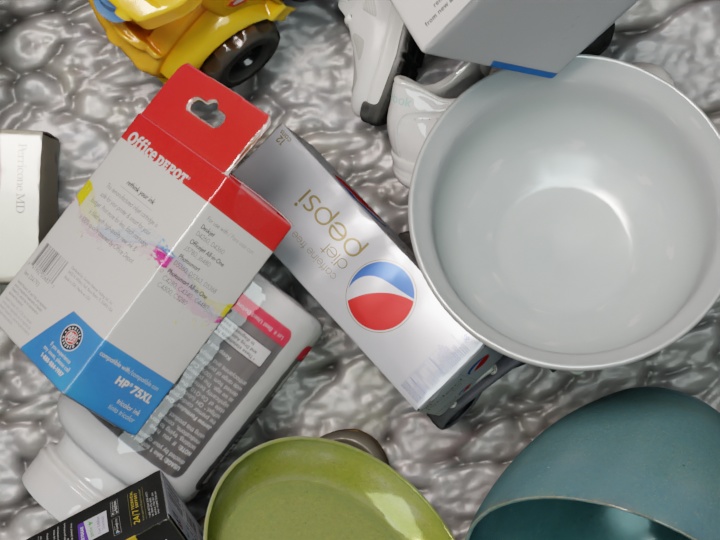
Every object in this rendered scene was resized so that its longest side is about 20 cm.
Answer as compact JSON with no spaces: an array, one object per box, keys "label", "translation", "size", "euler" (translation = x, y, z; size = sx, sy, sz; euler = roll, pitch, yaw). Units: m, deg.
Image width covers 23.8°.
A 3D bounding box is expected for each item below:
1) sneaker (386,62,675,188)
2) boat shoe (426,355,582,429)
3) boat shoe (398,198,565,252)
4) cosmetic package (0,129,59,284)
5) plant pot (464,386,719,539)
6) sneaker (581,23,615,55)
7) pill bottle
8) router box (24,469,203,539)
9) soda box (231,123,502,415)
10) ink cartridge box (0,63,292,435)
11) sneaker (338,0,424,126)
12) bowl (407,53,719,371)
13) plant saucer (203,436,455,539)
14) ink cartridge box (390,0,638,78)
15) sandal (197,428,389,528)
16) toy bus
[{"label":"sneaker","translation":[0.114,-0.116,1.113],"size":[0.199,0.075,0.089],"euler":[-16,121,-13]},{"label":"boat shoe","translation":[0.127,0.047,1.133],"size":[0.200,0.073,0.063],"euler":[-22,70,5]},{"label":"boat shoe","translation":[0.119,-0.041,1.136],"size":[0.200,0.073,0.065],"euler":[-28,98,-2]},{"label":"cosmetic package","translation":[-0.300,-0.042,1.106],"size":[0.199,0.087,0.104],"euler":[0,90,-3]},{"label":"plant pot","translation":[0.183,0.155,1.101],"size":[0.200,0.200,0.135],"euler":[30,54,-3]},{"label":"sneaker","translation":[0.115,-0.233,1.111],"size":[0.075,0.115,0.200],"euler":[-24,92,-3]},{"label":"pill bottle","translation":[-0.125,0.080,1.106],"size":[0.111,0.111,0.200],"euler":[39,89,-3]},{"label":"router box","translation":[-0.146,0.242,1.086],"size":[0.157,0.052,0.200],"euler":[-28,122,4]},{"label":"soda box","translation":[0.000,0.000,1.101],"size":[0.064,0.068,0.200],"euler":[-44,74,6]},{"label":"ink cartridge box","translation":[-0.123,-0.016,1.039],"size":[0.200,0.116,0.067],"euler":[-53,133,-2]},{"label":"sneaker","translation":[-0.007,-0.201,1.138],"size":[0.115,0.076,0.201],"euler":[11,88,9]},{"label":"bowl","translation":[0.128,-0.025,1.053],"size":[0.200,0.090,0.202],"euler":[0,72,0]},{"label":"plant saucer","translation":[-0.016,0.198,1.070],"size":[0.200,0.200,0.031],"euler":[40,130,-3]},{"label":"ink cartridge box","translation":[0.055,-0.220,0.997],"size":[0.084,0.146,0.200],"euler":[-43,64,29]},{"label":"sandal","translation":[-0.061,0.184,1.139],"size":[0.200,0.055,0.082],"euler":[-38,93,-2]},{"label":"toy bus","translation":[-0.108,-0.203,1.039],"size":[0.136,0.192,0.200],"euler":[49,113,10]}]
